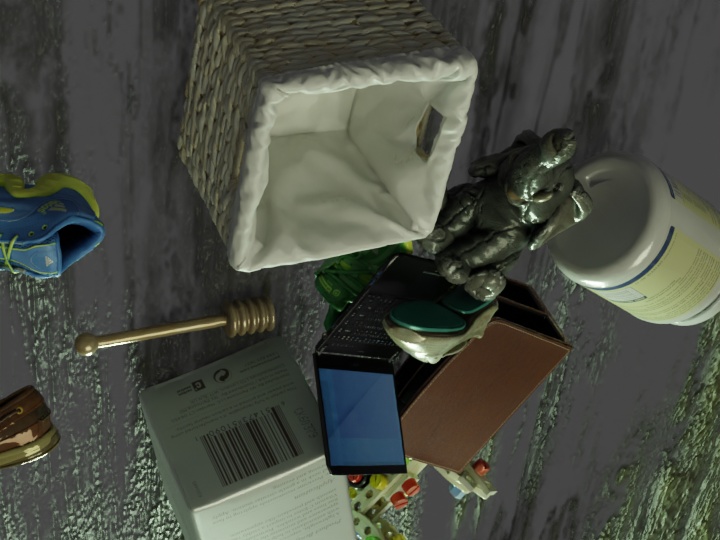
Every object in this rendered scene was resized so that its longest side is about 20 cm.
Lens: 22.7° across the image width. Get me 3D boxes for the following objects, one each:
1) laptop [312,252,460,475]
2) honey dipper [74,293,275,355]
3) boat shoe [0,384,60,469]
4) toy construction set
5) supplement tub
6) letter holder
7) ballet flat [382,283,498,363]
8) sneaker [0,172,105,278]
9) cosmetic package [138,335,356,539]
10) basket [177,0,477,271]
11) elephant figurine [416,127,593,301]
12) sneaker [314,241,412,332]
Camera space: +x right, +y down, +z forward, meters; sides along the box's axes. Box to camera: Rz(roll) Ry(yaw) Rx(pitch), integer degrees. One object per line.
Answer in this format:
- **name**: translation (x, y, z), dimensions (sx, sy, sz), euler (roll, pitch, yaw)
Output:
- **laptop**: translation (0.040, 0.095, 1.767), dimensions (0.200, 0.103, 0.177), euler (-49, 157, 14)
- **honey dipper**: translation (-0.180, 0.055, 1.734), dimensions (0.198, 0.038, 0.038), euler (-9, 136, -23)
- **boat shoe**: translation (-0.387, 0.161, 1.688), dimensions (0.198, 0.072, 0.068), euler (-17, 107, -7)
- **toy construction set**: translation (0.051, 0.259, 2.028), dimensions (0.199, 0.132, 0.092), euler (-37, 142, 6)
- **supplement tub**: translation (0.302, -0.028, 1.884), dimensions (0.145, 0.145, 0.199), euler (-45, 140, 16)
- **letter holder**: translation (0.102, 0.104, 1.926), dimensions (0.141, 0.101, 0.200), euler (19, 119, -42)
- **ballet flat**: translation (0.079, 0.061, 1.739), dimensions (0.199, 0.067, 0.063), euler (-16, 128, -58)
- **sneaker**: translation (-0.303, -0.034, 1.489), dimensions (0.199, 0.105, 0.076), euler (-15, 121, -28)
- **cosmetic package**: translation (-0.113, 0.211, 1.839), dimensions (0.164, 0.166, 0.201), euler (-21, 140, -13)
- **basket**: translation (-0.033, -0.133, 1.518), dimensions (0.198, 0.161, 0.199), euler (-10, 137, -25)
- **elephant figurine**: translation (0.159, -0.072, 1.740), dimensions (0.200, 0.156, 0.141), euler (-39, 120, 23)
- **sneaker**: translation (0.000, 0.000, 1.758), dimensions (0.083, 0.074, 0.201), euler (-28, 144, -27)
